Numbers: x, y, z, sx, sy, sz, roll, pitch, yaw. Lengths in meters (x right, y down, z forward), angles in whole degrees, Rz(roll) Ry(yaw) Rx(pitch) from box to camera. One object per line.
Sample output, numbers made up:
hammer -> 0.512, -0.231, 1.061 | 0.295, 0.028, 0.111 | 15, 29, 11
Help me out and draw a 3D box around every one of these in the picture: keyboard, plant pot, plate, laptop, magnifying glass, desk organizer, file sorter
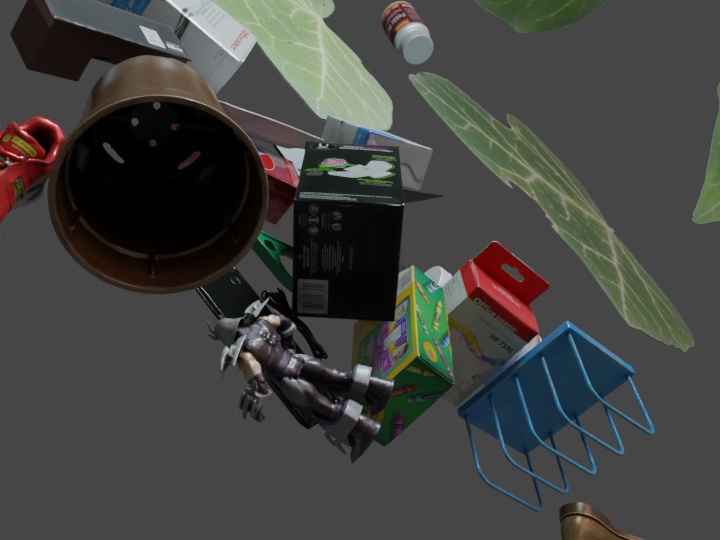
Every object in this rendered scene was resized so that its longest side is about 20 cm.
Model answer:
keyboard -> -0.091, 0.078, 0.924 | 0.201, 0.021, 0.127 | 51, 29, 11
plant pot -> -0.206, -0.113, 0.852 | 0.199, 0.201, 0.199 | 31, 18, -30
plate -> -0.180, -0.209, 1.148 | 0.199, 0.033, 0.199 | 23, 7, 37
laptop -> -0.002, -0.158, 1.347 | 0.201, 0.116, 0.187 | 53, 23, 18
magnifying glass -> -0.123, -0.032, 1.055 | 0.200, 0.022, 0.080 | 41, 23, -15
desk organizer -> -0.317, -0.276, 1.039 | 0.199, 0.077, 0.072 | 4, 45, -52
file sorter -> 0.249, 0.195, 1.080 | 0.138, 0.200, 0.123 | 32, 29, -27

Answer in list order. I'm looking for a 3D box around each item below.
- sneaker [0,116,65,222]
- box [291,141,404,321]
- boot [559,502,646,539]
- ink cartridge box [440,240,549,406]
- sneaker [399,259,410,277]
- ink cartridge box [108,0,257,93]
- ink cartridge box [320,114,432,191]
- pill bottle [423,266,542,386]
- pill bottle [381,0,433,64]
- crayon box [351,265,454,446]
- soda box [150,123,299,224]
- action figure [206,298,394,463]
sneaker -> -0.318, -0.087, 0.727 | 0.077, 0.085, 0.201 | 38, 24, -14
box -> -0.015, -0.053, 1.006 | 0.122, 0.150, 0.201 | 3, 27, 0
boot -> 0.335, 0.382, 1.099 | 0.199, 0.074, 0.076 | 32, 44, -19
ink cartridge box -> 0.149, 0.072, 1.107 | 0.116, 0.200, 0.068 | 34, 24, -21
sneaker -> 0.000, 0.000, 1.157 | 0.106, 0.075, 0.200 | 43, 14, 9
ink cartridge box -> -0.270, -0.376, 1.293 | 0.199, 0.086, 0.147 | 40, 24, -16
ink cartridge box -> 0.010, -0.188, 1.306 | 0.115, 0.069, 0.200 | 12, 12, -29
pill bottle -> 0.163, 0.085, 1.228 | 0.199, 0.109, 0.109 | 38, 24, -16
pill bottle -> 0.141, -0.709, 2.518 | 0.114, 0.114, 0.201 | 25, 29, -38
crayon box -> 0.046, 0.096, 0.998 | 0.058, 0.119, 0.201 | 36, 25, -18
soda box -> -0.170, -0.131, 1.071 | 0.199, 0.070, 0.064 | 22, 32, -42
action figure -> -0.068, 0.104, 0.837 | 0.199, 0.070, 0.131 | 31, 45, -7
